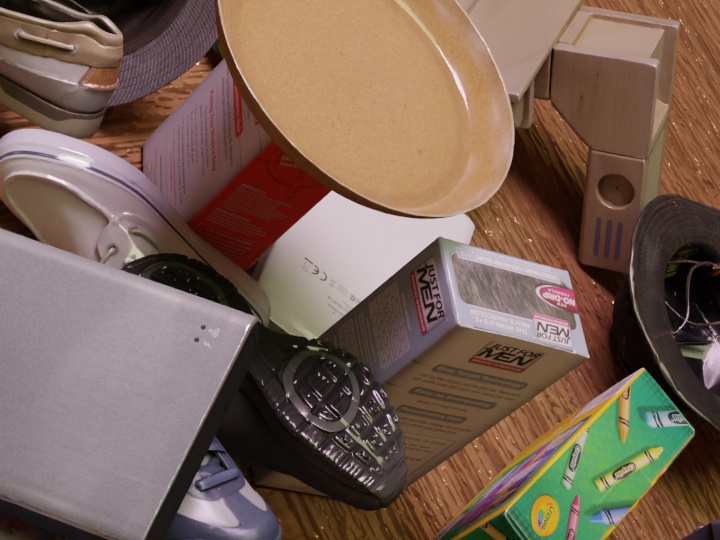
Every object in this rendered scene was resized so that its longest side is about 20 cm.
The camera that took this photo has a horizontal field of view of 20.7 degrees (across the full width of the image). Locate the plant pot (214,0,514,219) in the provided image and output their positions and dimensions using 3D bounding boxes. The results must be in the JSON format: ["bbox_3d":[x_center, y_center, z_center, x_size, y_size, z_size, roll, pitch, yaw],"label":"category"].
[{"bbox_3d":[-0.001,-0.110,1.083,0.200,0.027,0.201,23,48,-28],"label":"plant pot"}]

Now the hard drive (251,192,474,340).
[{"bbox_3d":[0.000,0.000,1.311,0.132,0.027,0.200,37,42,-15],"label":"hard drive"}]

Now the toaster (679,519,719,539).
[{"bbox_3d":[0.267,0.266,1.289,0.129,0.114,0.201,20,47,-34],"label":"toaster"}]

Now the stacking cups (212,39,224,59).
[{"bbox_3d":[-0.088,-0.177,1.350,0.060,0.061,0.200,-13,65,-47],"label":"stacking cups"}]

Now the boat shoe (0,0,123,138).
[{"bbox_3d":[-0.228,-0.155,1.152,0.200,0.069,0.075,28,23,-1],"label":"boat shoe"}]

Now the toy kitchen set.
[{"bbox_3d":[0.112,-0.091,1.449,0.199,0.181,0.163,12,35,17],"label":"toy kitchen set"}]

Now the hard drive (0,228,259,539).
[{"bbox_3d":[-0.170,0.054,1.009,0.199,0.033,0.140,18,60,13],"label":"hard drive"}]

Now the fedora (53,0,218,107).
[{"bbox_3d":[-0.178,-0.209,1.235,0.200,0.177,0.090,55,1,-25],"label":"fedora"}]

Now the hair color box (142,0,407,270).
[{"bbox_3d":[-0.056,-0.082,1.187,0.061,0.200,0.102,19,49,-30],"label":"hair color box"}]

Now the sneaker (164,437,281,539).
[{"bbox_3d":[-0.114,0.080,1.050,0.200,0.082,0.070,35,27,20],"label":"sneaker"}]

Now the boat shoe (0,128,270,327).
[{"bbox_3d":[-0.134,-0.006,1.154,0.200,0.074,0.067,34,41,-20],"label":"boat shoe"}]

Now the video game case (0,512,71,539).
[{"bbox_3d":[-0.139,0.139,1.031,0.199,0.018,0.143,4,32,-36],"label":"video game case"}]

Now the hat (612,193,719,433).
[{"bbox_3d":[0.236,0.048,1.445,0.200,0.081,0.201,25,52,-37],"label":"hat"}]

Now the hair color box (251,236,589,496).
[{"bbox_3d":[0.028,0.064,1.153,0.099,0.200,0.061,14,52,-35],"label":"hair color box"}]

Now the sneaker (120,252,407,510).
[{"bbox_3d":[-0.060,0.074,1.104,0.200,0.091,0.076,37,40,18],"label":"sneaker"}]

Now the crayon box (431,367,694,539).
[{"bbox_3d":[0.115,0.149,1.232,0.058,0.119,0.200,51,41,2],"label":"crayon box"}]
